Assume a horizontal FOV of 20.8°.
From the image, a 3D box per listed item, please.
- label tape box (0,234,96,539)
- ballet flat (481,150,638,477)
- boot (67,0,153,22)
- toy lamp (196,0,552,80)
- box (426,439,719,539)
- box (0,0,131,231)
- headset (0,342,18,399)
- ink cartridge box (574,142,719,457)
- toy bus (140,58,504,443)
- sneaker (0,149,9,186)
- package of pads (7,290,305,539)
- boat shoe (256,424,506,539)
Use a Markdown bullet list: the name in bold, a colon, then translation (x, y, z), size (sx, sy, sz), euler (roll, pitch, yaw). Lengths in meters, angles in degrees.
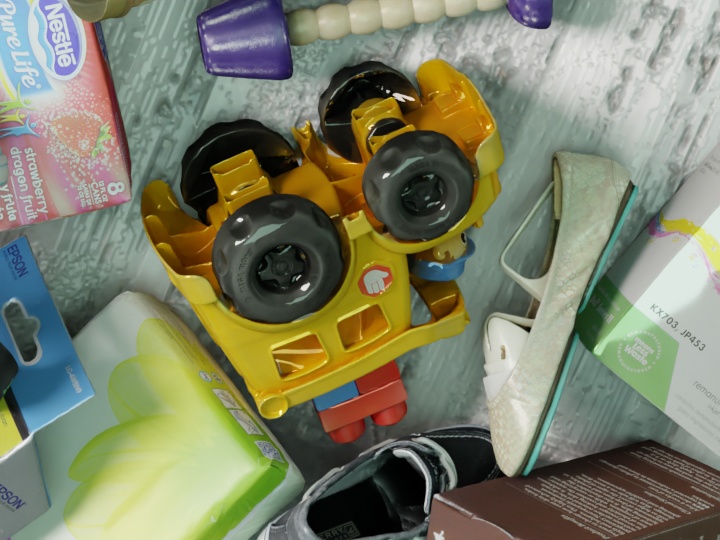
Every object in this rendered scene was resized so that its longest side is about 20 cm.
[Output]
- **label tape box**: translation (-0.237, 0.092, 1.104), size (0.200, 0.143, 0.066), euler (-34, 139, 2)
- **ballet flat**: translation (0.104, 0.023, 1.162), size (0.062, 0.067, 0.200), euler (22, 78, -2)
- **boot**: translation (-0.077, -0.230, 1.036), size (0.200, 0.066, 0.175), euler (-22, 117, -36)
- **toy lamp**: translation (0.007, -0.146, 1.121), size (0.200, 0.058, 0.058), euler (-9, 106, -6)
- **box**: translation (0.140, 0.162, 1.149), size (0.200, 0.100, 0.075), euler (-6, 111, -43)
- **box**: translation (-0.191, -0.131, 1.075), size (0.095, 0.100, 0.200), euler (-13, 106, -4)
- **headset**: translation (-0.271, 0.020, 1.001), size (0.200, 0.123, 0.094), euler (40, 68, -24)
- **ink cartridge box**: translation (0.236, -0.002, 1.182), size (0.117, 0.067, 0.200), euler (37, 98, -15)
- **toy bus**: translation (0.000, 0.000, 1.129), size (0.200, 0.136, 0.192), euler (-26, 120, -2)
- **sneaker**: translation (-0.258, -0.108, 1.001), size (0.200, 0.079, 0.131), euler (14, 111, 36)
- **package of pads**: translation (-0.150, 0.128, 1.134), size (0.200, 0.068, 0.155), euler (-44, 64, 6)
- **boat shoe**: translation (0.027, 0.128, 1.141), size (0.072, 0.200, 0.068), euler (56, 136, 19)
